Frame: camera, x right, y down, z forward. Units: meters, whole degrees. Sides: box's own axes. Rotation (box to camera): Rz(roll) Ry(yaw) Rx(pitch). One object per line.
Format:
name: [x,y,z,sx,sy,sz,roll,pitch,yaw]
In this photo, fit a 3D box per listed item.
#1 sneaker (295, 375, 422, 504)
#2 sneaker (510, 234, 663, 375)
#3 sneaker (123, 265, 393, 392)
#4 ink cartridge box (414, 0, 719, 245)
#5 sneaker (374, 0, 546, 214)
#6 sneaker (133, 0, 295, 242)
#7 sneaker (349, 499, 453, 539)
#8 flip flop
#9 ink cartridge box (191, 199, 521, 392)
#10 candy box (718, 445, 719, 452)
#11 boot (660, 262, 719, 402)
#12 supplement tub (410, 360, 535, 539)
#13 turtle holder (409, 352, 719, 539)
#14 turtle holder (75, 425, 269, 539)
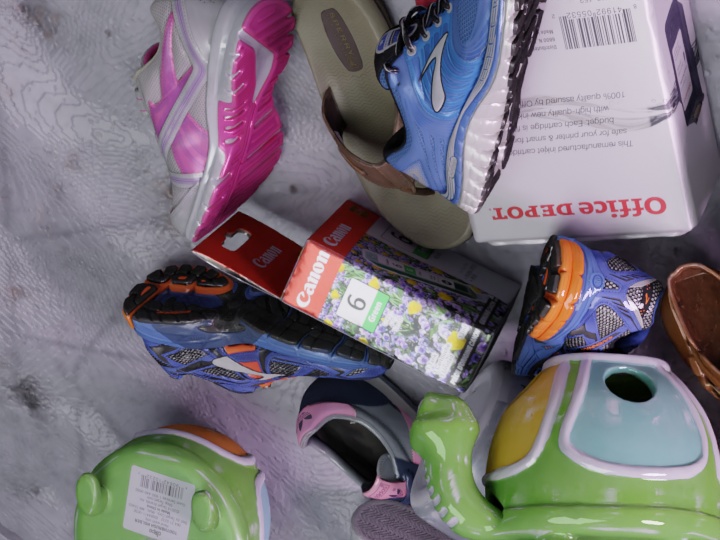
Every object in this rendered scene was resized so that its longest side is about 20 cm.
sneaker: [0.040,0.147,1.452,0.199,0.082,0.070,31,127,1]
sneaker: [0.140,0.033,1.292,0.078,0.200,0.076,14,82,1]
sneaker: [-0.065,0.047,1.441,0.199,0.075,0.079,9,136,25]
ink cartridge box: [0.125,-0.124,1.243,0.144,0.084,0.201,-3,118,25]
sneaker: [0.051,-0.127,1.172,0.089,0.079,0.201,19,126,10]
sneaker: [-0.103,-0.110,1.359,0.088,0.081,0.201,30,131,20]
sneaker: [0.080,0.253,1.515,0.199,0.074,0.116,23,129,20]
flip flop: [0.011,-0.096,1.326,0.081,0.058,0.201,-14,114,29]
ink cartridge box: [0.000,0.000,1.355,0.199,0.109,0.051,27,110,5]
candy box: [0.252,0.173,1.331,0.102,0.200,0.026,37,171,-4]
boot: [0.253,0.078,1.246,0.074,0.155,0.200,-46,74,1]
supplement tub: [0.144,0.159,1.385,0.199,0.123,0.123,32,128,-8]
turtle holder: [0.130,0.121,1.262,0.184,0.141,0.133,-1,77,14]
turtle holder: [-0.124,0.201,1.502,0.140,0.132,0.187,-15,101,23]
